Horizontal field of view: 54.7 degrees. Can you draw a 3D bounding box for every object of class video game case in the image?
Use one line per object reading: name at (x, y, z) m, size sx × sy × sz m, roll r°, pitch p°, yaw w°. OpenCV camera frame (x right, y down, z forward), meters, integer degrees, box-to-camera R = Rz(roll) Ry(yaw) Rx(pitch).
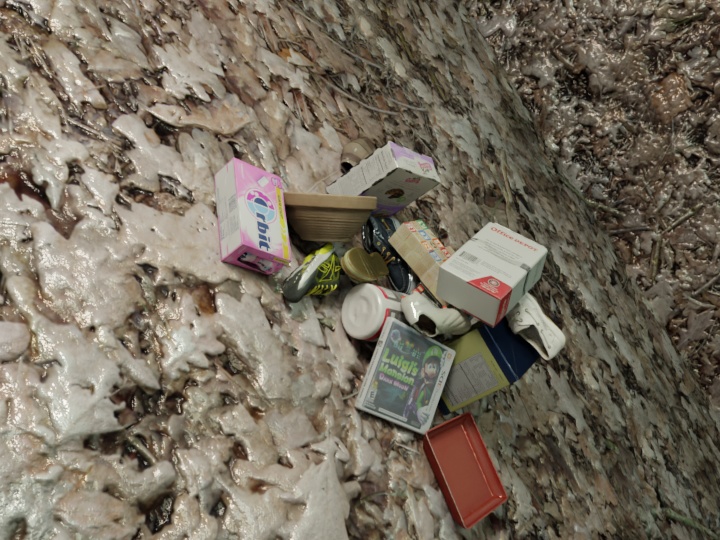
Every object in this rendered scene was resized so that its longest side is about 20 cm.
video game case at (0.093, 0.211, 1.372) m, size 0.199 × 0.023 × 0.183 m, roll 29°, pitch 76°, yaw -37°

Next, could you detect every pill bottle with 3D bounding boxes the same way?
pill bottle at (0.064, 0.098, 1.432) m, size 0.199 × 0.110 × 0.112 m, roll 17°, pitch 51°, yaw -46°

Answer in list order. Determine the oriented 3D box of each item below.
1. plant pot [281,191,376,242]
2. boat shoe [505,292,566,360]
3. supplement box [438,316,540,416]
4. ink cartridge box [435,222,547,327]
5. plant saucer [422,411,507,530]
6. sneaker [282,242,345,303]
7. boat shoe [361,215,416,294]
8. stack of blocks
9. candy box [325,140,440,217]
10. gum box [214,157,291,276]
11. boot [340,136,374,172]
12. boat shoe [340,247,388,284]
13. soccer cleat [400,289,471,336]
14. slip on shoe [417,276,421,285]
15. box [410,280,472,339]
plant pot at (-0.067, -0.106, 1.389) m, size 0.200 × 0.199 × 0.094 m, roll -6°, pitch 100°, yaw -54°
boat shoe at (0.345, 0.105, 1.471) m, size 0.200 × 0.071 × 0.069 m, roll 45°, pitch 58°, yaw 6°
supplement box at (0.263, 0.192, 1.538) m, size 0.199 × 0.199 × 0.135 m, roll -21°, pitch 79°, yaw -57°
ink cartridge box at (0.270, 0.003, 1.427) m, size 0.144 × 0.084 × 0.200 m, roll 30°, pitch 48°, yaw 27°
plant saucer at (0.211, 0.411, 1.442) m, size 0.199 × 0.037 × 0.201 m, roll -5°, pitch 67°, yaw -54°
sneaker at (-0.079, 0.014, 1.343) m, size 0.085 × 0.074 × 0.200 m, roll 52°, pitch 33°, yaw -10°
boat shoe at (0.059, -0.032, 1.581) m, size 0.090 × 0.071 × 0.202 m, roll 5°, pitch 58°, yaw -39°
stack of blocks at (0.166, -0.019, 1.544) m, size 0.200 × 0.059 × 0.115 m, roll 51°, pitch 29°, yaw 15°
candy box at (0.052, -0.192, 1.570) m, size 0.167 × 0.199 × 0.072 m, roll 10°, pitch 56°, yaw -50°
gum box at (-0.198, -0.094, 1.278) m, size 0.113 × 0.066 × 0.202 m, roll 19°, pitch 50°, yaw -42°
boot at (0.027, -0.233, 1.705) m, size 0.200 × 0.070 × 0.147 m, roll 46°, pitch 41°, yaw -16°
boat shoe at (-0.001, -0.002, 1.424) m, size 0.074 × 0.063 × 0.200 m, roll 62°, pitch 17°, yaw 6°
soccer cleat at (0.153, 0.104, 1.391) m, size 0.199 × 0.069 × 0.078 m, roll 25°, pitch 41°, yaw -39°
slip on shoe at (0.160, 0.066, 1.633) m, size 0.200 × 0.061 × 0.076 m, roll 42°, pitch 28°, yaw -8°
box at (0.202, 0.064, 1.586) m, size 0.137 × 0.040 × 0.200 m, roll 48°, pitch 28°, yaw 6°
